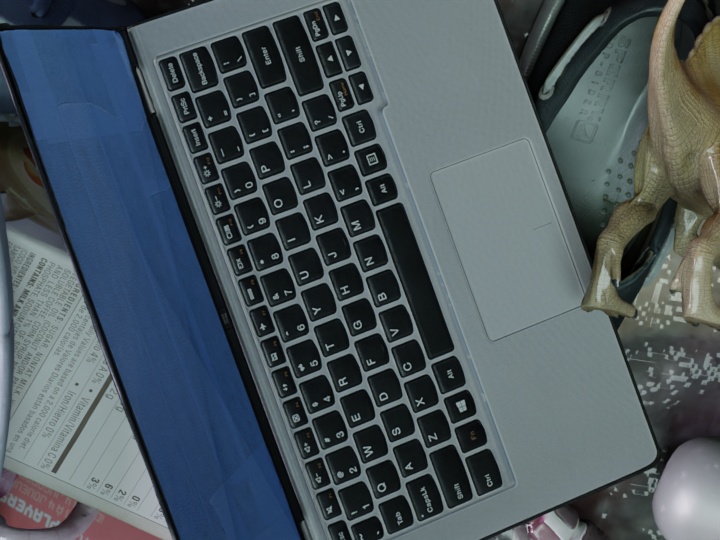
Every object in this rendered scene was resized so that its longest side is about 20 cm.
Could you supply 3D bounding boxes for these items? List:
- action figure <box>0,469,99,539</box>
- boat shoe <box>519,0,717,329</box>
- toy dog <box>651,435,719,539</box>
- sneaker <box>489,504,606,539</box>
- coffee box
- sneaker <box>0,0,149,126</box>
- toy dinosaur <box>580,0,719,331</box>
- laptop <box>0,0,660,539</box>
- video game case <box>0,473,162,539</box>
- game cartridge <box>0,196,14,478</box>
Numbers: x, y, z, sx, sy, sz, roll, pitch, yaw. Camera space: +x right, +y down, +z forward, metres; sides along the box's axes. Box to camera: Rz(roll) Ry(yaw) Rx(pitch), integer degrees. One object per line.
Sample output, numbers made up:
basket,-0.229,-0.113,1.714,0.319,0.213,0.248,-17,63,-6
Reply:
action figure,-0.204,0.050,0.871,0.148,0.134,0.200,-30,102,21
boat shoe,0.067,-0.014,0.913,0.075,0.060,0.201,9,115,-9
toy dog,0.210,0.101,0.983,0.200,0.096,0.132,42,110,-7
sneaker,0.056,0.153,0.960,0.200,0.076,0.116,41,64,-22
coffee box,-0.103,0.007,0.880,0.199,0.115,0.080,26,111,-18
sneaker,-0.144,-0.108,0.834,0.199,0.070,0.082,20,130,-16
toy dinosaur,0.103,-0.033,0.841,0.058,0.200,0.102,10,81,26
laptop,0.000,0.000,0.786,0.199,0.116,0.188,-20,91,-23
video game case,-0.122,0.155,0.947,0.142,0.017,0.201,27,104,19
game cartridge,-0.174,0.057,0.804,0.132,0.041,0.201,13,108,-7
